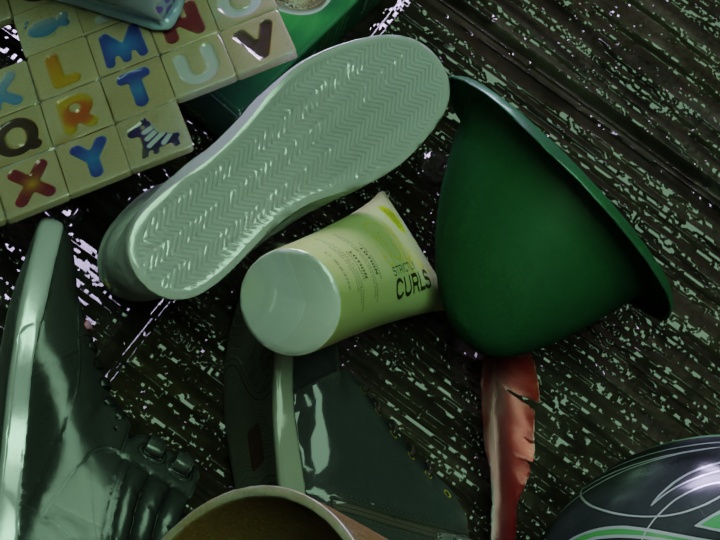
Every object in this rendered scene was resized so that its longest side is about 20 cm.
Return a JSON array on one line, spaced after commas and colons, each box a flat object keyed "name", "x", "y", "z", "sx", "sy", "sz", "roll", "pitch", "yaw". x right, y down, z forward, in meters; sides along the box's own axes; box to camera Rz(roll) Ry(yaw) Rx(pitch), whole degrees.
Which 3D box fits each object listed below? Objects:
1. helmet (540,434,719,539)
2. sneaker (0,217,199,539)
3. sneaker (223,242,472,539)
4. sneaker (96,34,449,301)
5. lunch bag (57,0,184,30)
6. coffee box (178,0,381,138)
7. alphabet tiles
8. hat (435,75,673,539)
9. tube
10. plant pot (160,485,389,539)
[{"name": "helmet", "x": 0.182, "y": 0.171, "z": 0.894, "sx": 0.191, "sy": 0.200, "sz": 0.200, "roll": 25, "pitch": 61, "yaw": -31}, {"name": "sneaker", "x": -0.131, "y": 0.074, "z": 0.916, "sx": 0.099, "sy": 0.071, "sz": 0.200, "roll": 5, "pitch": 72, "yaw": -15}, {"name": "sneaker", "x": -0.008, "y": 0.085, "z": 0.950, "sx": 0.106, "sy": 0.075, "sz": 0.200, "roll": 6, "pitch": 66, "yaw": -25}, {"name": "sneaker", "x": -0.053, "y": -0.053, "z": 0.959, "sx": 0.200, "sy": 0.116, "sz": 0.074, "roll": -35, "pitch": 98, "yaw": -20}, {"name": "lunch bag", "x": -0.181, "y": -0.226, "z": 0.941, "sx": 0.200, "sy": 0.170, "sz": 0.127, "roll": 20, "pitch": 65, "yaw": 21}, {"name": "coffee box", "x": -0.055, "y": -0.177, "z": 1.053, "sx": 0.123, "sy": 0.044, "sz": 0.200, "roll": 38, "pitch": 63, "yaw": 5}, {"name": "alphabet tiles", "x": -0.140, "y": -0.110, "z": 0.959, "sx": 0.200, "sy": 0.008, "sz": 0.167, "roll": -22, "pitch": 54, "yaw": -2}, {"name": "hat", "x": 0.050, "y": 0.024, "z": 0.961, "sx": 0.176, "sy": 0.166, "sz": 0.200, "roll": -42, "pitch": 52, "yaw": -4}, {"name": "tube", "x": 0.000, "y": 0.000, "z": 0.932, "sx": 0.052, "sy": 0.200, "sz": 0.058, "roll": 11, "pitch": 100, "yaw": 18}, {"name": "plant pot", "x": 0.015, "y": 0.206, "z": 0.763, "sx": 0.200, "sy": 0.186, "sz": 0.187, "roll": 25, "pitch": 59, "yaw": -37}]
